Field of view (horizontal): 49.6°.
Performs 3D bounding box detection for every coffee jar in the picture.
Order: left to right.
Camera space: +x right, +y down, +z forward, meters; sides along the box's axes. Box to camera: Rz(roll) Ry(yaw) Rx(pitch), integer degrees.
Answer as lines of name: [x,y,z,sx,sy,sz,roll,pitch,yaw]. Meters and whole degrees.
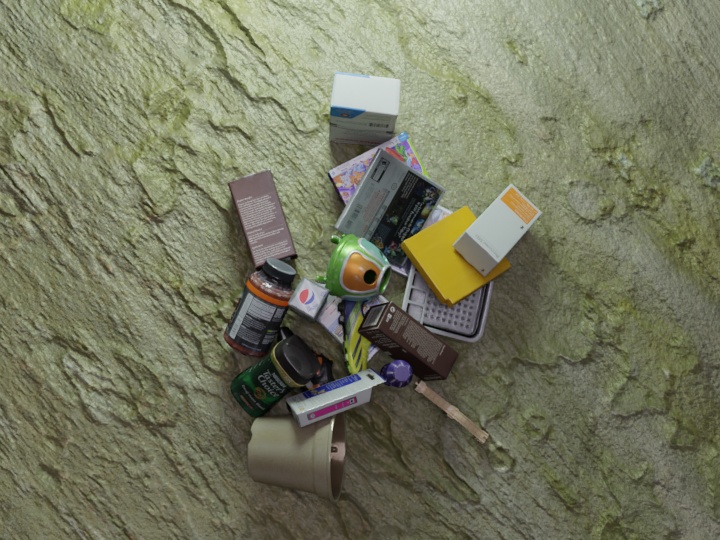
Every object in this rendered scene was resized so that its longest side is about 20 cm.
coffee jar: [-0.178,0.222,1.641,0.200,0.085,0.105,-39,92,31]

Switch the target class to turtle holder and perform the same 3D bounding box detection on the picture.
turtle holder: [-0.005,0.008,1.666,0.131,0.186,0.142,19,67,14]

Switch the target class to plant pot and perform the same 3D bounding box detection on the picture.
plant pot: [-0.134,0.379,1.634,0.181,0.200,0.203,1,82,8]

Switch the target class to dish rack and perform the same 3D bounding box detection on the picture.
dish rack: [0.190,0.060,1.742,0.198,0.044,0.174,15,81,-11]

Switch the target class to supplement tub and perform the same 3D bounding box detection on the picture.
supplement tub: [-0.209,0.077,1.668,0.106,0.107,0.201,27,102,1]

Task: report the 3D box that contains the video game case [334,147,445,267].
video game case: [0.066,-0.136,1.717,0.181,0.023,0.201,29,93,-17]

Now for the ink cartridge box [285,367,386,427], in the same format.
ink cartridge box: [-0.049,0.259,1.608,0.198,0.095,0.037,-20,106,-15]

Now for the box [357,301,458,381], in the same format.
box: [0.102,0.155,1.674,0.199,0.100,0.075,36,67,-17]

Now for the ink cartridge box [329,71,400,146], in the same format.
ink cartridge box: [0.006,-0.350,1.717,0.144,0.200,0.085,6,80,-3]

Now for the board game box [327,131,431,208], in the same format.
board game box: [0.044,-0.204,1.755,0.199,0.045,0.135,-28,86,-7]

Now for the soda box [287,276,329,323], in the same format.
soda box: [-0.109,0.065,1.638,0.063,0.200,0.069,29,83,0]

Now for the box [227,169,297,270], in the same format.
box: [-0.216,-0.110,1.730,0.099,0.075,0.202,-17,86,-5]

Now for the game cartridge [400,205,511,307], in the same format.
game cartridge: [0.212,-0.031,1.722,0.199,0.032,0.177,-29,77,-27]

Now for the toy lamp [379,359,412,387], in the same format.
toy lamp: [0.076,0.218,1.647,0.057,0.200,0.059,0,83,-3]

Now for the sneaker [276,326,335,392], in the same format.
sneaker: [-0.108,0.202,1.713,0.089,0.070,0.201,-28,85,-21]

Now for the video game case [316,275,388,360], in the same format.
video game case: [-0.016,0.093,1.750,0.200,0.018,0.143,44,82,3]

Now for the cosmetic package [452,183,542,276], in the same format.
cosmetic package: [0.305,-0.091,1.726,0.101,0.071,0.200,43,57,4]

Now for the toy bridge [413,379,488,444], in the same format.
toy bridge: [0.198,0.309,1.710,0.199,0.067,0.027,39,82,1]

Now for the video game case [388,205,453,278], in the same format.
video game case: [0.088,-0.091,1.777,0.198,0.023,0.184,24,82,0]

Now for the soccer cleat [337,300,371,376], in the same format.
soccer cleat: [-0.001,0.154,1.702,0.083,0.065,0.203,-6,83,-6]
